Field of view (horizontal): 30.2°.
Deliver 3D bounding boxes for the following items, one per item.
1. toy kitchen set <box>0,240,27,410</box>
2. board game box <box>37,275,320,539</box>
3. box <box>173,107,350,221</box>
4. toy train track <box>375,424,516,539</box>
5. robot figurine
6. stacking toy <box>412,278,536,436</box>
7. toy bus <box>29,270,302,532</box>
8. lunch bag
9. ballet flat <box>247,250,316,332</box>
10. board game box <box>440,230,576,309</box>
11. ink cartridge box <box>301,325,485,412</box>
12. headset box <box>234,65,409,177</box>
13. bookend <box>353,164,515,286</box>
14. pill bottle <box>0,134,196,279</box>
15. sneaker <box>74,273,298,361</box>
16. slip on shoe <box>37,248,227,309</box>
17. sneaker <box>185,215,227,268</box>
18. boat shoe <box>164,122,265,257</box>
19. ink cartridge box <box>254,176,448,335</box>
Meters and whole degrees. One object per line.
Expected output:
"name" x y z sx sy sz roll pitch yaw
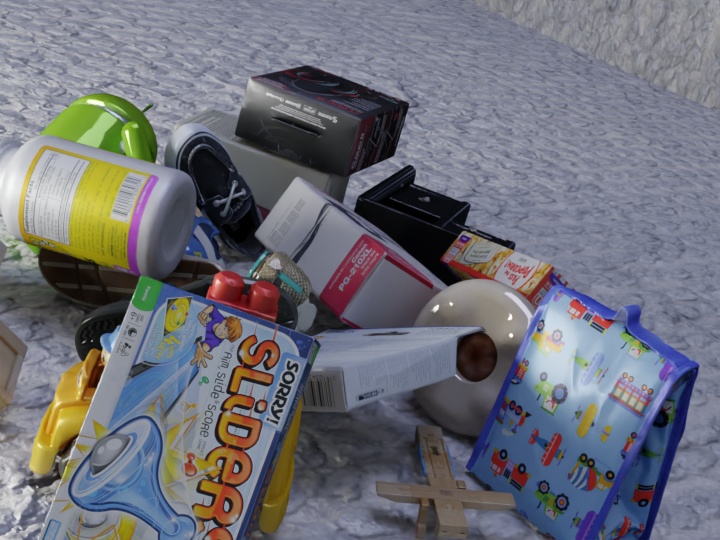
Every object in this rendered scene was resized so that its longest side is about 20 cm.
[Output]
"toy kitchen set" -0.398 0.035 1.085 0.200 0.180 0.164 50 18 -26
"board game box" -0.124 0.121 0.918 0.134 0.202 0.034 18 -9 8
"box" -0.124 -0.107 1.605 0.198 0.110 0.128 20 19 9
"toy train track" 0.065 0.184 1.125 0.113 0.033 0.200 6 16 -5
"robot figurine" -0.292 -0.108 1.411 0.174 0.116 0.201 -15 32 40
"stacking toy" 0.147 0.092 1.322 0.145 0.147 0.199 28 6 29
"toy bus" -0.134 0.082 1.008 0.198 0.194 0.136 13 22 -4
"lunch bag" 0.194 0.119 1.134 0.093 0.202 0.150 -4 28 -41
"ballet flat" -0.080 0.035 1.279 0.075 0.068 0.200 36 -16 -1
"board game box" 0.184 0.038 1.385 0.151 0.046 0.200 43 -6 -23
"ink cartridge box" -0.020 0.086 1.176 0.198 0.041 0.199 -4 6 43
"headset box" -0.046 -0.179 1.581 0.147 0.076 0.200 22 19 15
"bookend" 0.105 -0.035 1.610 0.198 0.093 0.199 22 21 14
"pill bottle" -0.261 -0.065 1.242 0.198 0.105 0.104 16 20 12
"sneaker" -0.148 0.040 1.202 0.197 0.077 0.114 -12 11 11
"slip on shoe" -0.216 0.006 1.304 0.198 0.077 0.061 7 -6 10
"sneaker" -0.200 -0.034 1.430 0.082 0.074 0.200 11 25 -27
"boat shoe" -0.151 -0.081 1.458 0.068 0.201 0.072 35 70 32
"ink cartridge box" 0.000 0.000 1.395 0.144 0.085 0.200 32 6 -40
